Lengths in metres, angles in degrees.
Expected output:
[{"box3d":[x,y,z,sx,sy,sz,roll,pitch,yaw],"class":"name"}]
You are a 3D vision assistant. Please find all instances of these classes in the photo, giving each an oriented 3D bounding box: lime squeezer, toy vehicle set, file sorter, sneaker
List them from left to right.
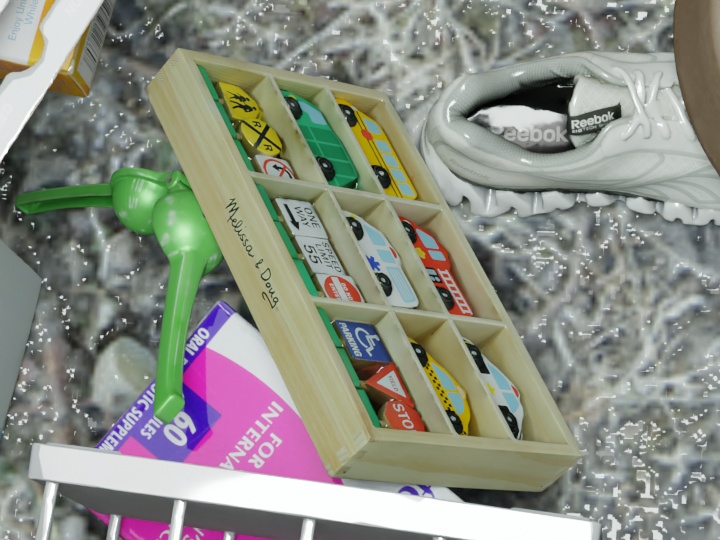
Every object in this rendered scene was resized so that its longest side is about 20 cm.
[{"box3d":[-0.089,-0.010,1.129,0.038,0.200,0.071,19,106,-32],"class":"lime squeezer"},{"box3d":[-0.018,0.143,0.990,0.200,0.139,0.125,7,81,7],"class":"file sorter"},{"box3d":[0.000,0.000,1.107,0.027,0.124,0.200,-46,56,30],"class":"toy vehicle set"},{"box3d":[0.124,-0.061,1.152,0.200,0.081,0.075,-5,76,3],"class":"sneaker"}]

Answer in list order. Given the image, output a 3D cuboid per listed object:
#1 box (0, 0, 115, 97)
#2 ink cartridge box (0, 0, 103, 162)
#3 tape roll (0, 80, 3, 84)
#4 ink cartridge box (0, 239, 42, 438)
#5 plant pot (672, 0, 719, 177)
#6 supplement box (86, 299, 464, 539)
[{"box3d":[-0.189,-0.149,1.082,0.200,0.041,0.119,13,80,11],"class":"box"},{"box3d":[-0.198,-0.121,1.038,0.200,0.057,0.163,31,82,3],"class":"ink cartridge box"},{"box3d":[-0.253,-0.144,1.177,0.202,0.139,0.203,-1,77,5],"class":"tape roll"},{"box3d":[-0.236,0.066,1.127,0.145,0.145,0.200,11,78,8],"class":"ink cartridge box"},{"box3d":[0.247,-0.108,1.072,0.200,0.175,0.200,4,75,-16],"class":"plant pot"},{"box3d":[-0.010,0.119,1.115,0.200,0.103,0.101,39,83,10],"class":"supplement box"}]
